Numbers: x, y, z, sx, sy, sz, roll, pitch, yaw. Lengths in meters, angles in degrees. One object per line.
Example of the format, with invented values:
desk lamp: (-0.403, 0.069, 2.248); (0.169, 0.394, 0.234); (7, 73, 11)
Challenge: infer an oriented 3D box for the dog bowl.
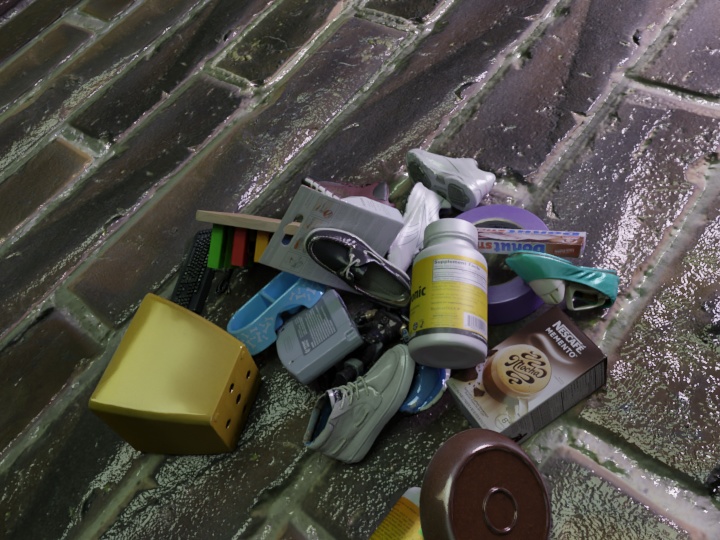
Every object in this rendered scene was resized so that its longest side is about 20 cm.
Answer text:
dog bowl: (-0.149, 0.062, 1.172); (0.200, 0.050, 0.111); (-42, 25, -13)

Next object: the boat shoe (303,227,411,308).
boat shoe: (0.000, 0.000, 1.076); (0.074, 0.199, 0.060); (-52, 19, 14)

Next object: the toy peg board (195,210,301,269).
toy peg board: (-0.167, -0.044, 1.218); (0.198, 0.200, 0.099); (10, 95, 14)

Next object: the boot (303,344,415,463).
boot: (-0.004, 0.187, 0.974); (0.201, 0.095, 0.074); (-62, 32, 7)

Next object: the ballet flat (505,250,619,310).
ballet flat: (0.306, 0.021, 1.003); (0.199, 0.067, 0.071); (11, 72, -22)

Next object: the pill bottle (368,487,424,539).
pill bottle: (0.075, 0.353, 0.863); (0.111, 0.111, 0.200); (30, 69, 35)

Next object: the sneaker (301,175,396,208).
sneaker: (-0.014, -0.146, 1.300); (0.200, 0.076, 0.115); (37, 68, 25)

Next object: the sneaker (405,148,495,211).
sneaker: (0.169, -0.180, 1.260); (0.099, 0.078, 0.200); (-31, 48, -26)

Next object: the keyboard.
keyboard: (-0.301, -0.004, 1.325); (0.126, 0.021, 0.201); (-2, 55, 19)

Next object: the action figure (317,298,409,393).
action figure: (0.017, 0.120, 1.088); (0.130, 0.070, 0.200); (20, 49, 38)

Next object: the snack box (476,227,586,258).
snack box: (0.243, -0.044, 1.047); (0.199, 0.024, 0.072); (4, 19, 22)

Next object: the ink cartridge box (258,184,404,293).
ink cartridge box: (-0.049, -0.056, 1.113); (0.160, 0.199, 0.047); (-57, 32, 26)

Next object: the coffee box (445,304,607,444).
coffee box: (0.239, 0.159, 0.968); (0.199, 0.080, 0.113); (-34, 50, -6)

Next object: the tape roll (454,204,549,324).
tape roll: (0.218, -0.012, 1.113); (0.199, 0.066, 0.201); (-10, 51, 13)

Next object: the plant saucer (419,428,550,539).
plant saucer: (0.165, 0.297, 0.836); (0.199, 0.034, 0.202); (9, 68, -25)

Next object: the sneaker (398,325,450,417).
sneaker: (0.091, 0.129, 1.026); (0.078, 0.089, 0.201); (-34, 27, 51)

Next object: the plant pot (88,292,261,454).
plant pot: (-0.272, 0.185, 1.074); (0.175, 0.200, 0.201); (12, 59, 14)

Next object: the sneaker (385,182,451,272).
sneaker: (0.100, -0.061, 1.190); (0.087, 0.075, 0.201); (22, 72, 5)

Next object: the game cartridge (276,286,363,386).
game cartridge: (-0.074, 0.105, 1.097); (0.133, 0.041, 0.200); (-33, 24, 0)

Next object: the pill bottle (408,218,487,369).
pill bottle: (0.128, 0.031, 0.971); (0.111, 0.111, 0.201); (-3, 62, 18)
